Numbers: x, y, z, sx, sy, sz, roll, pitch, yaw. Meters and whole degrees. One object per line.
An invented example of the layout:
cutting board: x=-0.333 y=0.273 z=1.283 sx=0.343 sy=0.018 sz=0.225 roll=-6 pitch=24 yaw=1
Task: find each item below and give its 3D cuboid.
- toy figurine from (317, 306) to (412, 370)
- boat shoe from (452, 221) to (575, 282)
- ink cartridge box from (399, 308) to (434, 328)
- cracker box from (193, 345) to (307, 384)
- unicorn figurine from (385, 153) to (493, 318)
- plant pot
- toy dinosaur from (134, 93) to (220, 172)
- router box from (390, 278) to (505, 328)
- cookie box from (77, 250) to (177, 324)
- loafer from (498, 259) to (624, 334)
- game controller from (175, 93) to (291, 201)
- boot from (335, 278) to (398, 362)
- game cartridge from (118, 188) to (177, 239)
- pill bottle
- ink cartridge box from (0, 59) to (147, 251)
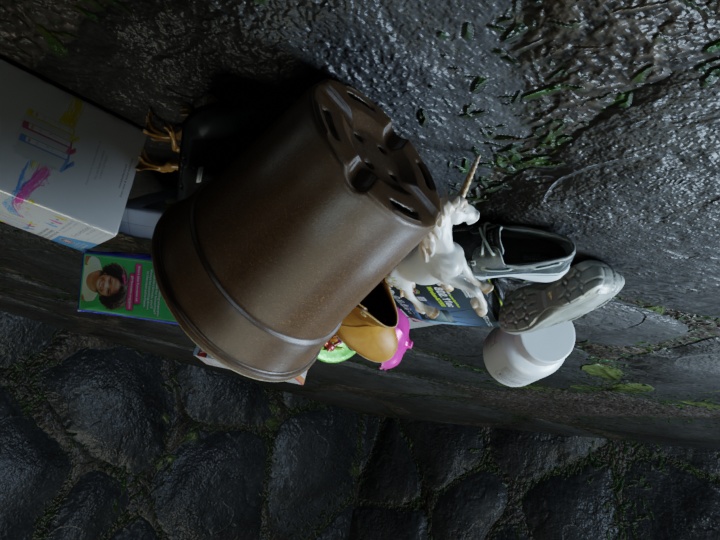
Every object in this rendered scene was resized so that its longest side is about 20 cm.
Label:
toy figurine: x=-0.010 y=0.089 z=0.965 sx=0.196 sy=0.154 sz=0.182 roll=4 pitch=-175 yaw=-35
boat shoe: x=0.157 y=-0.029 z=0.746 sx=0.194 sy=0.074 sz=0.071 roll=0 pitch=155 yaw=-1
ink cartridge box: x=0.065 y=0.083 z=1.188 sx=0.093 sy=0.038 sz=0.199 roll=21 pitch=163 yaw=-26
cracker box: x=-0.175 y=0.108 z=1.084 sx=0.195 sy=0.137 sz=0.058 roll=9 pitch=158 yaw=19
unicorn figurine: x=0.083 y=-0.010 z=0.673 sx=0.198 sy=0.075 sz=0.137 roll=-25 pitch=124 yaw=38
plant pot: x=-0.047 y=-0.042 z=0.552 sx=0.198 sy=0.203 sz=0.198 roll=25 pitch=127 yaw=-38
toy dinosaur: x=-0.181 y=-0.119 z=0.674 sx=0.104 sy=0.062 sz=0.200 roll=13 pitch=163 yaw=-12
router box: x=0.122 y=0.025 z=0.921 sx=0.146 sy=0.064 sz=0.200 roll=2 pitch=160 yaw=25
cookie box: x=-0.216 y=0.022 z=0.788 sx=0.195 sy=0.077 sz=0.171 roll=5 pitch=-179 yaw=15
loafer: x=0.269 y=0.045 z=0.861 sx=0.068 sy=0.072 sz=0.199 roll=11 pitch=156 yaw=-27
game controller: x=-0.132 y=-0.112 z=0.636 sx=0.102 sy=0.043 sz=0.200 roll=-5 pitch=162 yaw=-21
boot: x=0.009 y=0.053 z=0.736 sx=0.202 sy=0.071 sz=0.143 roll=53 pitch=166 yaw=-24
game cartridge: x=-0.200 y=-0.067 z=0.770 sx=0.195 sy=0.042 sz=0.133 roll=6 pitch=-157 yaw=16
pill bottle: x=0.279 y=0.123 z=1.041 sx=0.111 sy=0.117 sz=0.200 roll=11 pitch=163 yaw=1
ink cartridge box: x=-0.356 y=-0.121 z=0.666 sx=0.197 sy=0.128 sz=0.127 roll=23 pitch=159 yaw=-36
